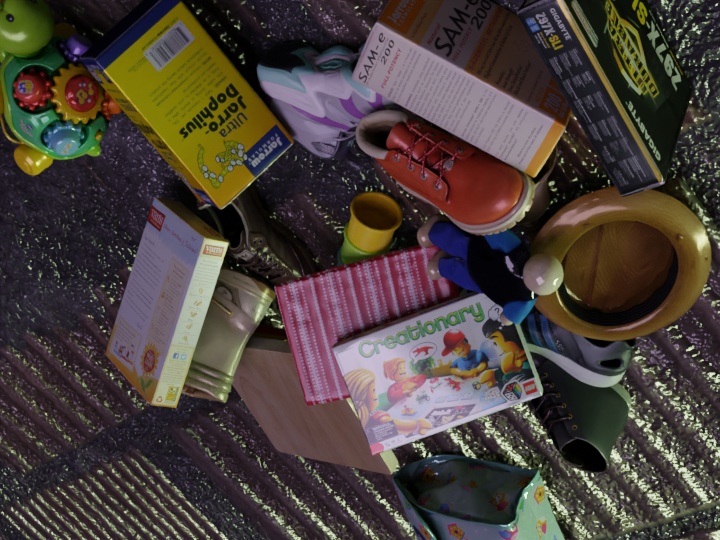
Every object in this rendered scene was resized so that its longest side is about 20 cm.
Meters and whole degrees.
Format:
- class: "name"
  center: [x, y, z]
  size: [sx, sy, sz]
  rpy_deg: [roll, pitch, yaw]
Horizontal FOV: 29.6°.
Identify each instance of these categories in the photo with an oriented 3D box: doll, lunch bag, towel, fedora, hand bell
- class: "doll"
  center: [0.129, -0.011, 1.368]
  size: [0.199, 0.048, 0.138]
  rpy_deg: [20, 132, 57]
- class: "lunch bag"
  center: [0.142, 0.327, 1.716]
  size: [0.198, 0.122, 0.172]
  rpy_deg: [3, 132, 33]
- class: "towel"
  center: [0.017, 0.058, 1.497]
  size: [0.198, 0.022, 0.146]
  rpy_deg: [-14, 96, 8]
- class: "fedora"
  center: [0.258, -0.020, 1.383]
  size: [0.198, 0.082, 0.202]
  rpy_deg: [3, 131, 4]
- class: "hand bell"
  center: [0.180, -0.046, 1.424]
  size: [0.103, 0.105, 0.201]
  rpy_deg: [-2, 140, 26]

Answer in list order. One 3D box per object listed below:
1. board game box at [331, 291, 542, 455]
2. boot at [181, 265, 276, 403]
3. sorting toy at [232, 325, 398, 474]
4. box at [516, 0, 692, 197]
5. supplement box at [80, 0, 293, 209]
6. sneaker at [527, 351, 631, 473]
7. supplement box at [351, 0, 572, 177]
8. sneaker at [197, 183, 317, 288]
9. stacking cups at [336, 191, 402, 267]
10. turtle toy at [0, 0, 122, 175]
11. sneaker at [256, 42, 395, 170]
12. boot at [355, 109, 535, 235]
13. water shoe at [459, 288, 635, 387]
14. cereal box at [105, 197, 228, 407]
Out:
- class: "board game box"
  center: [0.083, 0.106, 1.467]
  size: [0.198, 0.035, 0.128]
  rpy_deg: [-21, 95, 10]
- class: "boot"
  center: [-0.210, 0.063, 1.613]
  size: [0.198, 0.157, 0.073]
  rpy_deg: [18, 169, 27]
- class: "sorting toy"
  center: [-0.058, 0.142, 1.651]
  size: [0.197, 0.070, 0.201]
  rpy_deg: [5, 135, 42]
- class: "box"
  center: [0.222, -0.193, 1.212]
  size: [0.049, 0.160, 0.201]
  rpy_deg: [-18, 118, 34]
- class: "supplement box"
  center: [-0.181, -0.177, 1.416]
  size: [0.200, 0.109, 0.109]
  rpy_deg: [50, 171, -19]
- class: "sneaker"
  center: [0.212, 0.138, 1.531]
  size: [0.199, 0.107, 0.075]
  rpy_deg: [30, 134, -2]
- class: "supplement box"
  center: [0.107, -0.193, 1.288]
  size: [0.198, 0.127, 0.074]
  rpy_deg: [28, 135, -1]
- class: "sneaker"
  center: [-0.125, -0.027, 1.568]
  size: [0.070, 0.076, 0.201]
  rpy_deg: [-21, 117, 36]
- class: "stacking cups"
  center: [0.000, 0.000, 1.552]
  size: [0.060, 0.061, 0.201]
  rpy_deg: [22, 138, 6]
- class: "turtle toy"
  center: [-0.332, -0.205, 1.454]
  size: [0.100, 0.146, 0.201]
  rpy_deg: [2, 131, 49]
- class: "sneaker"
  center: [-0.004, -0.161, 1.408]
  size: [0.198, 0.078, 0.141]
  rpy_deg: [11, 134, 29]
- class: "boot"
  center: [0.076, -0.098, 1.305]
  size: [0.199, 0.076, 0.107]
  rpy_deg: [25, 173, 47]
- class: "water shoe"
  center: [0.206, 0.050, 1.485]
  size: [0.198, 0.072, 0.080]
  rpy_deg: [26, 127, 9]
- class: "cereal box"
  center: [-0.221, 0.034, 1.541]
  size: [0.039, 0.144, 0.202]
  rpy_deg: [12, 104, -35]
